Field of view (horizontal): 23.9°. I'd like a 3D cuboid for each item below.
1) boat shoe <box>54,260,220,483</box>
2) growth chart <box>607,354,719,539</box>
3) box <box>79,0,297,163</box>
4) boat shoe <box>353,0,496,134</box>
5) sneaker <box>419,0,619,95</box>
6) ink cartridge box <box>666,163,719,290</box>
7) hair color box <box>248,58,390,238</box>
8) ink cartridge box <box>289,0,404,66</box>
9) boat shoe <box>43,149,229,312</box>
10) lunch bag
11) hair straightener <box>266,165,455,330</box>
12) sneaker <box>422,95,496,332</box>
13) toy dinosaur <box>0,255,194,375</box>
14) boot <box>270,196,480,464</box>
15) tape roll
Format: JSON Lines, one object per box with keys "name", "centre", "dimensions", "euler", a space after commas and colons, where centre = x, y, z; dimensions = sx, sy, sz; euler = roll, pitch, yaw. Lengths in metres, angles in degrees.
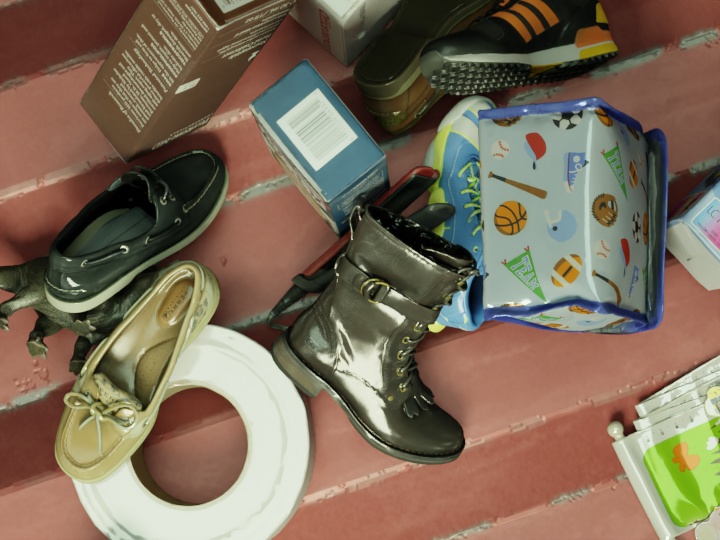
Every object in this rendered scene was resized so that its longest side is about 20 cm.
{"name": "boat shoe", "centre": [-0.183, 0.077, 1.351], "dimensions": [0.073, 0.063, 0.200], "euler": [29, 87, 5]}
{"name": "growth chart", "centre": [0.308, 0.137, 1.412], "dimensions": [0.200, 0.018, 0.145], "euler": [-35, 84, 0]}
{"name": "box", "centre": [-0.140, -0.179, 1.372], "dimensions": [0.100, 0.200, 0.075], "euler": [-32, 83, -39]}
{"name": "boat shoe", "centre": [0.069, -0.200, 1.440], "dimensions": [0.072, 0.068, 0.200], "euler": [28, 65, 39]}
{"name": "sneaker", "centre": [0.122, -0.201, 1.400], "dimensions": [0.200, 0.070, 0.090], "euler": [-9, 80, -35]}
{"name": "ink cartridge box", "centre": [0.340, -0.079, 1.374], "dimensions": [0.200, 0.136, 0.076], "euler": [-42, 88, -2]}
{"name": "hair color box", "centre": [-0.029, -0.092, 1.363], "dimensions": [0.060, 0.200, 0.100], "euler": [-38, 83, -2]}
{"name": "ink cartridge box", "centre": [-0.056, -0.280, 1.414], "dimensions": [0.200, 0.146, 0.084], "euler": [43, 85, 6]}
{"name": "boat shoe", "centre": [-0.184, -0.050, 1.397], "dimensions": [0.074, 0.066, 0.199], "euler": [34, 58, 30]}
{"name": "lunch bag", "centre": [0.180, -0.037, 1.349], "dimensions": [0.123, 0.200, 0.171], "euler": [-2, 82, 25]}
{"name": "hair straightener", "centre": [0.000, 0.000, 1.396], "dimensions": [0.200, 0.041, 0.077], "euler": [-37, 63, 24]}
{"name": "sneaker", "centre": [0.099, -0.040, 1.398], "dimensions": [0.105, 0.076, 0.201], "euler": [19, 96, 44]}
{"name": "toy dinosaur", "centre": [-0.247, 0.025, 1.430], "dimensions": [0.199, 0.102, 0.077], "euler": [6, 128, 15]}
{"name": "boot", "centre": [0.039, 0.052, 1.355], "dimensions": [0.200, 0.069, 0.174], "euler": [33, 120, -12]}
{"name": "tape roll", "centre": [-0.139, 0.144, 1.409], "dimensions": [0.202, 0.071, 0.203], "euler": [0, 84, 3]}
